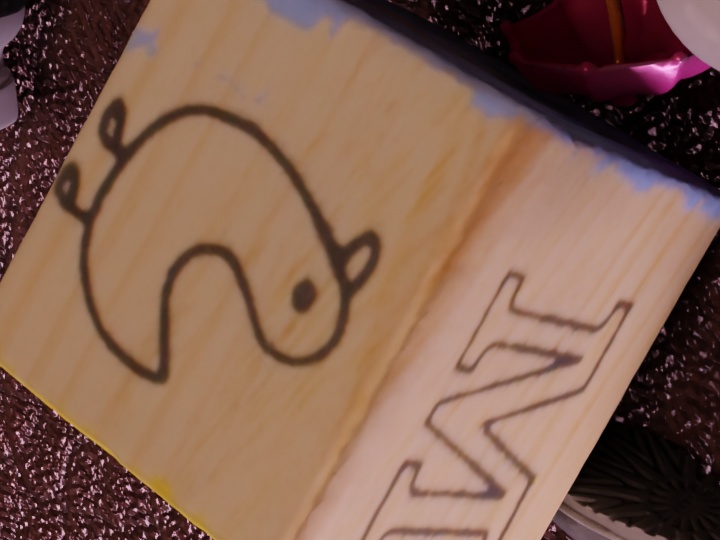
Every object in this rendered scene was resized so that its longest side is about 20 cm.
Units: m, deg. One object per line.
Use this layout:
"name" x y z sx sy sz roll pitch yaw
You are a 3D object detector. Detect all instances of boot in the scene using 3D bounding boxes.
"boot" 0.131 0.186 0.984 0.182 0.073 0.200 33 132 31

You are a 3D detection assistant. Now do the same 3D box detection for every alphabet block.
"alphabet block" 0.000 0.000 0.890 0.195 0.196 0.200 34 100 33

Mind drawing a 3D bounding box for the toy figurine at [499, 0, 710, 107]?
"toy figurine" 0.085 -0.154 0.846 0.184 0.150 0.200 41 123 -16

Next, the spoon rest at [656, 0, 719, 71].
"spoon rest" 0.202 -0.110 0.771 0.200 0.061 0.099 9 99 21

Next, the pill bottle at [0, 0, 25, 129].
"pill bottle" -0.241 -0.173 1.147 0.116 0.116 0.200 10 112 40
